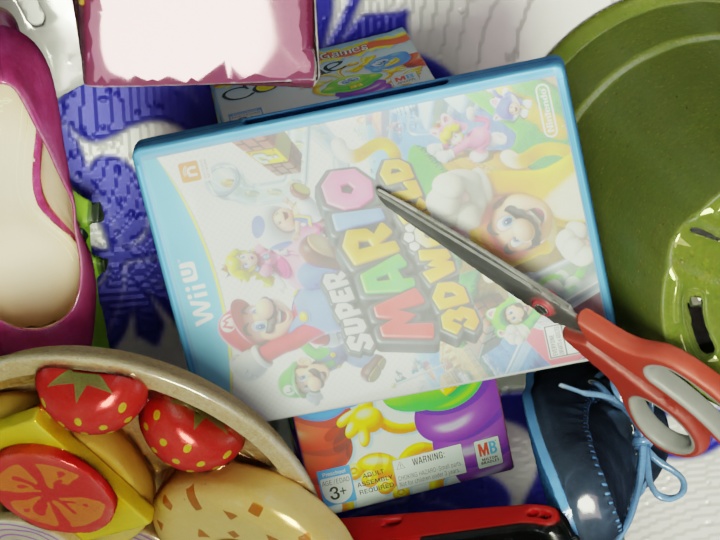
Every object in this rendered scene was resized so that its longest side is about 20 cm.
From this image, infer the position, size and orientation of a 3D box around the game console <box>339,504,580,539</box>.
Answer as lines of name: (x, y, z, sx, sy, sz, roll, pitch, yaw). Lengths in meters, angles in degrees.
game console: (0.059, 0.204, 1.213, 0.176, 0.031, 0.201, -11, 110, 37)

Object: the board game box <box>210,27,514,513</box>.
board game box: (0.000, 0.000, 1.245, 0.104, 0.103, 0.201, -14, 110, -3)

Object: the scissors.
scissors: (0.096, 0.018, 1.138, 0.200, 0.073, 0.014, 42, 64, -10)

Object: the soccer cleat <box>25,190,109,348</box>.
soccer cleat: (-0.161, 0.050, 1.267, 0.080, 0.068, 0.201, 0, 110, 13)

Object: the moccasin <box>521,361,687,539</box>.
moccasin: (0.116, 0.075, 1.235, 0.068, 0.200, 0.081, -14, 107, 6)

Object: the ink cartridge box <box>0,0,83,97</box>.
ink cartridge box: (-0.228, -0.086, 1.202, 0.199, 0.068, 0.116, -28, 112, 1)

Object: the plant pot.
plant pot: (0.179, -0.019, 1.220, 0.198, 0.190, 0.202, -2, 108, -7)

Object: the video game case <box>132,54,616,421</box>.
video game case: (0.008, -0.010, 1.169, 0.199, 0.018, 0.144, -11, 110, 7)

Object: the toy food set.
toy food set: (-0.112, 0.108, 1.185, 0.197, 0.049, 0.200, -19, 131, 36)

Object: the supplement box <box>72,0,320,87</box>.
supplement box: (-0.078, -0.166, 1.128, 0.102, 0.200, 0.132, -2, 108, -8)

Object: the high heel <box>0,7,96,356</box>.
high heel: (-0.151, -0.015, 1.153, 0.067, 0.096, 0.201, -4, 113, -9)
